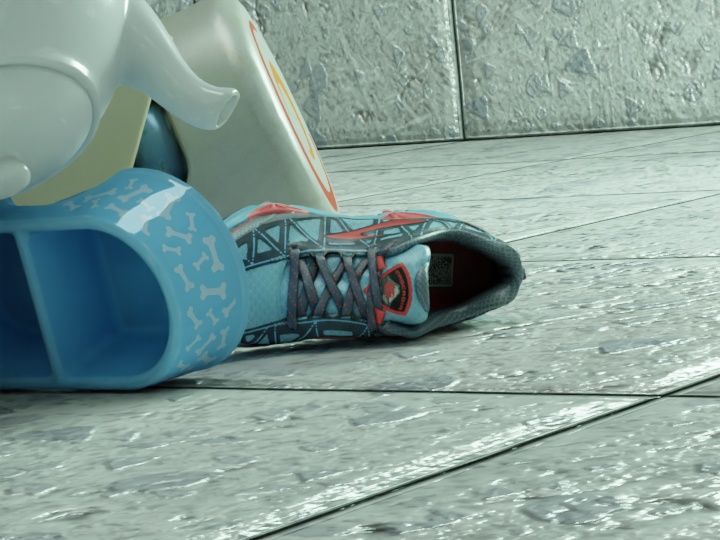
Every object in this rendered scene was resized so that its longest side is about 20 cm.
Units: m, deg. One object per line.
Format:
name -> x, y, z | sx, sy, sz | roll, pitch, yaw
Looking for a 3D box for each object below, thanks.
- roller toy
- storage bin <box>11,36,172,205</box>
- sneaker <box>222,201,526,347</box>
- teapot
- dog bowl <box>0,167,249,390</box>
roller toy -> -0.107, -0.075, 1.558 | 0.139, 0.183, 0.200 | -24, 31, 4
storage bin -> -0.220, -0.090, 1.468 | 0.093, 0.201, 0.198 | 1, 25, -36
sneaker -> 0.000, 0.000, 1.308 | 0.199, 0.080, 0.095 | -9, 8, -26
teapot -> -0.201, -0.097, 1.190 | 0.200, 0.146, 0.197 | -34, -31, 21
dog bowl -> -0.151, 0.010, 1.232 | 0.199, 0.112, 0.050 | -2, 20, 34
